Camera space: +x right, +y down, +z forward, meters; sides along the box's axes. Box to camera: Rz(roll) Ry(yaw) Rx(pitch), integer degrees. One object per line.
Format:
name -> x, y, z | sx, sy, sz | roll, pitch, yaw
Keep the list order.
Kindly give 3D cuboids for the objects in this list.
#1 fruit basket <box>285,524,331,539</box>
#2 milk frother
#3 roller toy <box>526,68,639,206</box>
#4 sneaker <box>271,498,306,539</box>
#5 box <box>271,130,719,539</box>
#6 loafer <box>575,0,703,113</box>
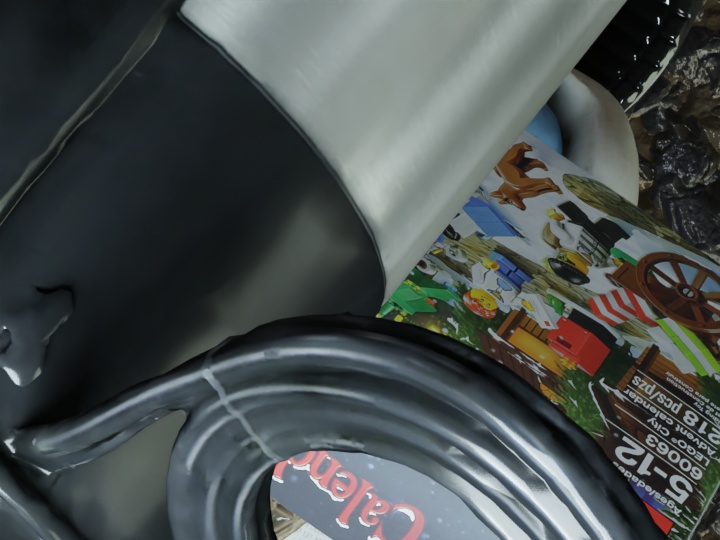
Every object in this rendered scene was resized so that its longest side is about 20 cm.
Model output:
fruit basket -> -0.076, 0.059, 0.820 | 0.200, 0.185, 0.094 | -56, -148, 4
milk frother -> 0.007, -0.021, 0.465 | 0.188, 0.200, 0.181 | -51, 175, -18
roller toy -> 0.000, 0.000, 0.938 | 0.200, 0.140, 0.182 | -63, -164, -3
sneaker -> -0.095, 0.052, 0.716 | 0.200, 0.071, 0.076 | -19, -166, -13
box -> 0.001, 0.001, 0.692 | 0.038, 0.200, 0.137 | -59, 175, 36
loafer -> 0.103, -0.121, 1.039 | 0.200, 0.073, 0.071 | -56, 173, -2
